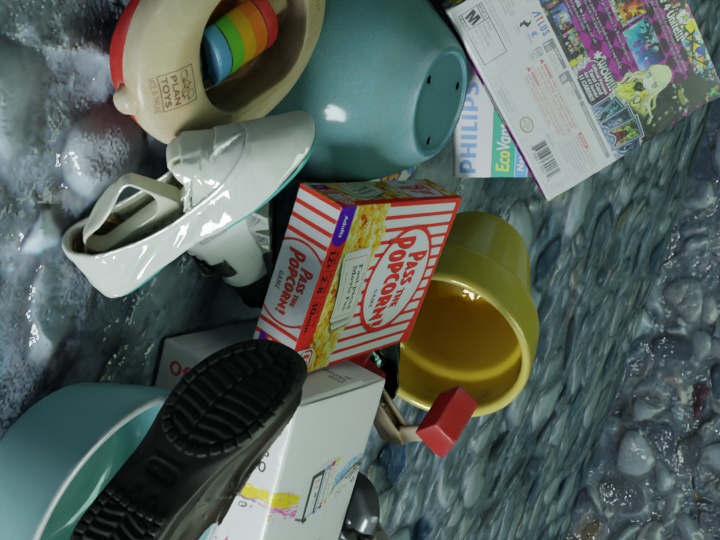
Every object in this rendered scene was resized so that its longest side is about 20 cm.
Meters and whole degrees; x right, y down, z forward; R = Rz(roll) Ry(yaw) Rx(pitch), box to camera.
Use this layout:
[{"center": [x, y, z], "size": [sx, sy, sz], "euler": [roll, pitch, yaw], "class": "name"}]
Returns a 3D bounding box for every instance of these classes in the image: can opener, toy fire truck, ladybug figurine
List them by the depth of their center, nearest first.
[{"center": [-0.101, -0.163, 0.629], "size": [0.200, 0.071, 0.137], "euler": [-43, 143, -40], "class": "ladybug figurine"}, {"center": [0.013, 0.130, 0.894], "size": [0.049, 0.141, 0.200], "euler": [-52, -175, -30], "class": "toy fire truck"}, {"center": [-0.022, 0.205, 0.914], "size": [0.052, 0.200, 0.067], "euler": [13, 107, -31], "class": "can opener"}]

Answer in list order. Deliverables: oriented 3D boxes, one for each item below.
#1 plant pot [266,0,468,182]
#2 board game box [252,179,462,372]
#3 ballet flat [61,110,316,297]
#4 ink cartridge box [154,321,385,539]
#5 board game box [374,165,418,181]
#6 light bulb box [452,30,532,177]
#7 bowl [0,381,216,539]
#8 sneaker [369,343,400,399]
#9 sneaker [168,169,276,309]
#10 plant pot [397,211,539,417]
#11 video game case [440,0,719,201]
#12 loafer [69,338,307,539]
[{"center": [0.012, -0.159, 0.774], "size": [0.200, 0.134, 0.202], "euler": [-41, 142, -41], "class": "plant pot"}, {"center": [0.000, 0.000, 0.790], "size": [0.199, 0.046, 0.153], "euler": [-12, 126, -56], "class": "board game box"}, {"center": [-0.119, -0.050, 0.599], "size": [0.199, 0.070, 0.069], "euler": [-33, 161, 21], "class": "ballet flat"}, {"center": [-0.095, 0.166, 0.800], "size": [0.144, 0.146, 0.203], "euler": [-7, 115, -60], "class": "ink cartridge box"}, {"center": [0.036, -0.135, 0.958], "size": [0.200, 0.030, 0.096], "euler": [-47, 146, -32], "class": "board game box"}, {"center": [0.151, -0.216, 0.898], "size": [0.201, 0.123, 0.201], "euler": [-81, 171, -63], "class": "light bulb box"}, {"center": [-0.195, 0.163, 0.659], "size": [0.201, 0.104, 0.203], "euler": [-42, 143, -43], "class": "bowl"}, {"center": [0.006, 0.051, 0.935], "size": [0.080, 0.074, 0.201], "euler": [-101, 170, -48], "class": "sneaker"}, {"center": [-0.109, -0.033, 0.725], "size": [0.201, 0.087, 0.075], "euler": [94, -5, -59], "class": "sneaker"}, {"center": [0.118, 0.034, 1.072], "size": [0.190, 0.198, 0.203], "euler": [-61, 157, -50], "class": "plant pot"}, {"center": [0.191, -0.188, 0.777], "size": [0.180, 0.036, 0.201], "euler": [-32, 116, 9], "class": "video game case"}, {"center": [-0.110, 0.130, 0.614], "size": [0.200, 0.073, 0.072], "euler": [-47, 152, -22], "class": "loafer"}]
